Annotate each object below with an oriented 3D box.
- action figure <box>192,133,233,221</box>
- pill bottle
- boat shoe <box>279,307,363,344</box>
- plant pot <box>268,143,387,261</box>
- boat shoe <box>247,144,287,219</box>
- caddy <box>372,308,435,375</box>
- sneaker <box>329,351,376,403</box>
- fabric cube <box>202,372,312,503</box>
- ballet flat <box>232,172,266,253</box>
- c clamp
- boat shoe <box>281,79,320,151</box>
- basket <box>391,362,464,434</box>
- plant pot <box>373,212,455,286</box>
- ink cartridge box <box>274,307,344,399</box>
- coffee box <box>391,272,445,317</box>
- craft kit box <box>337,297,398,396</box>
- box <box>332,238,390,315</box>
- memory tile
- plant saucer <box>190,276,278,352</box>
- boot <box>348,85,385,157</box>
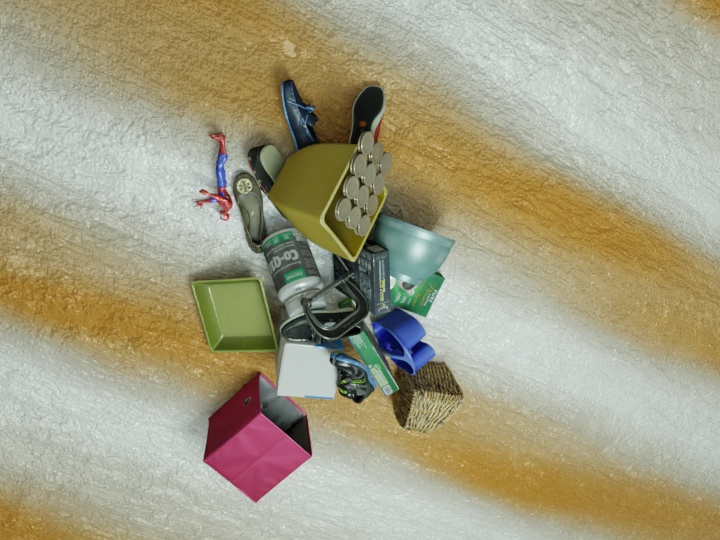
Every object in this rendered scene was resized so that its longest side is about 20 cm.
[{"bbox_3d":[-0.350,-0.210,1.465,0.098,0.065,0.202,-11,111,-15],"label":"action figure"},{"bbox_3d":[-0.155,0.009,1.500,0.112,0.113,0.202,-22,70,-1],"label":"pill bottle"},{"bbox_3d":[-0.086,0.139,1.456,0.197,0.066,0.075,-5,132,-10],"label":"boat shoe"},{"bbox_3d":[-0.089,-0.168,1.429,0.196,0.198,0.196,-64,149,-16],"label":"plant pot"},{"bbox_3d":[-0.201,-0.206,1.496,0.074,0.063,0.202,-52,132,-35],"label":"boat shoe"},{"bbox_3d":[0.101,0.188,1.625,0.104,0.200,0.142,-31,111,-15],"label":"caddy"},{"bbox_3d":[-0.022,0.257,1.486,0.083,0.070,0.200,-51,142,-17],"label":"sneaker"},{"bbox_3d":[-0.268,0.433,1.646,0.199,0.196,0.200,-40,112,8],"label":"fabric cube"},{"bbox_3d":[-0.263,-0.134,1.517,0.067,0.046,0.202,-9,112,-5],"label":"ballet flat"},{"bbox_3d":[-0.064,0.064,1.440,0.171,0.200,0.027,47,138,2],"label":"c clamp"},{"bbox_3d":[-0.126,-0.345,1.451,0.068,0.085,0.201,-9,127,14],"label":"boat shoe"},{"bbox_3d":[0.175,0.346,1.687,0.147,0.200,0.144,8,108,-13],"label":"basket"},{"bbox_3d":[0.114,-0.044,1.521,0.198,0.200,0.135,18,95,-16],"label":"plant pot"},{"bbox_3d":[-0.135,0.204,1.582,0.146,0.200,0.146,6,111,-12],"label":"ink cartridge box"},{"bbox_3d":[0.108,0.033,1.644,0.198,0.044,0.124,20,104,-15],"label":"coffee box"},{"bbox_3d":[0.017,0.191,1.605,0.048,0.198,0.201,-31,113,-1],"label":"craft kit box"},{"bbox_3d":[0.000,0.000,1.528,0.051,0.200,0.159,-14,115,-28],"label":"box"},{"bbox_3d":[0.008,-0.185,1.368,0.153,0.017,0.202,29,78,-60],"label":"memory tile"},{"bbox_3d":[-0.303,0.104,1.566,0.198,0.048,0.202,-3,112,20],"label":"plant saucer"},{"bbox_3d":[0.016,-0.321,1.489,0.072,0.144,0.202,11,72,8],"label":"boot"}]
